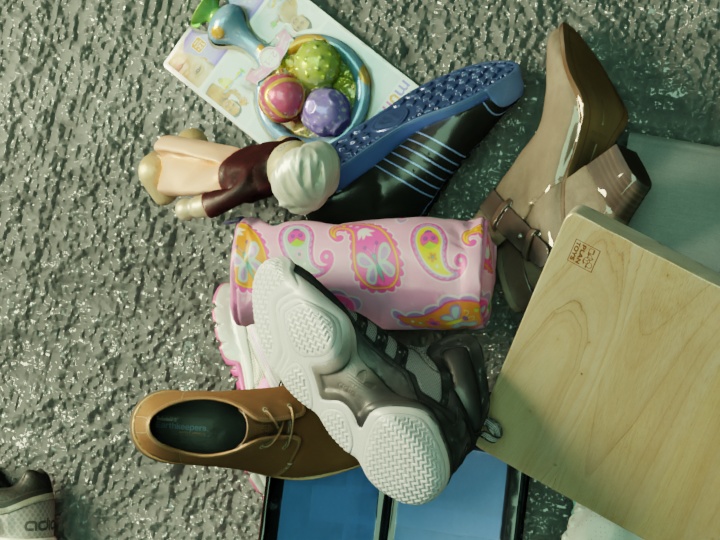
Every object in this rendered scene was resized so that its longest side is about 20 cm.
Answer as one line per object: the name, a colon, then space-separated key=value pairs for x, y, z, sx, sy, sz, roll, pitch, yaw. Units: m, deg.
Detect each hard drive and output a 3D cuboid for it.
hard drive: x=0.283 y=-0.019 z=1.155 sx=0.197 sy=0.033 sz=0.141 roll=10 pitch=68 yaw=11

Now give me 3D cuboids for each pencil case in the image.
pencil case: x=0.000 y=0.000 z=1.152 sx=0.197 sy=0.087 sz=0.089 roll=1 pitch=86 yaw=10

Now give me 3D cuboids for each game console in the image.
game console: x=0.027 y=0.183 z=1.162 sx=0.170 sy=0.118 sz=0.203 roll=6 pitch=88 yaw=21

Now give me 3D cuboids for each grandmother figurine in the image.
grandmother figurine: x=-0.089 y=-0.074 z=1.173 sx=0.121 sy=0.199 sz=0.061 roll=-47 pitch=121 yaw=-28

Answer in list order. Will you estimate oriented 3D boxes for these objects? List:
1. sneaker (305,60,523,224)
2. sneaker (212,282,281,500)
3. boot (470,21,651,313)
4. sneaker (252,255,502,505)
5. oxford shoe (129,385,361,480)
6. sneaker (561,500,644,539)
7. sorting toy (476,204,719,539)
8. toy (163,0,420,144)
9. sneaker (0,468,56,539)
sneaker: x=0.046 y=-0.087 z=1.213 sx=0.198 sy=0.070 sz=0.078 roll=-29 pitch=117 yaw=-4
sneaker: x=-0.050 y=0.098 z=1.205 sx=0.087 sy=0.081 sz=0.203 roll=-15 pitch=84 yaw=11
boot: x=0.137 y=-0.073 z=1.185 sx=0.146 sy=0.070 sz=0.202 roll=-43 pitch=41 yaw=30
sneaker: x=0.014 y=0.063 z=1.099 sx=0.201 sy=0.113 sz=0.076 roll=51 pitch=135 yaw=13
oxford shoe: x=-0.060 y=0.113 z=1.105 sx=0.197 sy=0.071 sz=0.072 roll=-2 pitch=86 yaw=-13
sneaker: x=0.175 y=0.192 z=1.165 sx=0.199 sy=0.075 sz=0.089 roll=-34 pitch=75 yaw=-5
sorting toy: x=0.205 y=0.075 z=1.086 sx=0.197 sy=0.070 sz=0.202 roll=28 pitch=121 yaw=13
toy: x=-0.054 y=-0.151 z=1.241 sx=0.199 sy=0.047 sz=0.116 roll=39 pitch=94 yaw=11
sneaker: x=-0.331 y=0.183 z=1.259 sx=0.197 sy=0.074 sz=0.089 roll=7 pitch=83 yaw=10
